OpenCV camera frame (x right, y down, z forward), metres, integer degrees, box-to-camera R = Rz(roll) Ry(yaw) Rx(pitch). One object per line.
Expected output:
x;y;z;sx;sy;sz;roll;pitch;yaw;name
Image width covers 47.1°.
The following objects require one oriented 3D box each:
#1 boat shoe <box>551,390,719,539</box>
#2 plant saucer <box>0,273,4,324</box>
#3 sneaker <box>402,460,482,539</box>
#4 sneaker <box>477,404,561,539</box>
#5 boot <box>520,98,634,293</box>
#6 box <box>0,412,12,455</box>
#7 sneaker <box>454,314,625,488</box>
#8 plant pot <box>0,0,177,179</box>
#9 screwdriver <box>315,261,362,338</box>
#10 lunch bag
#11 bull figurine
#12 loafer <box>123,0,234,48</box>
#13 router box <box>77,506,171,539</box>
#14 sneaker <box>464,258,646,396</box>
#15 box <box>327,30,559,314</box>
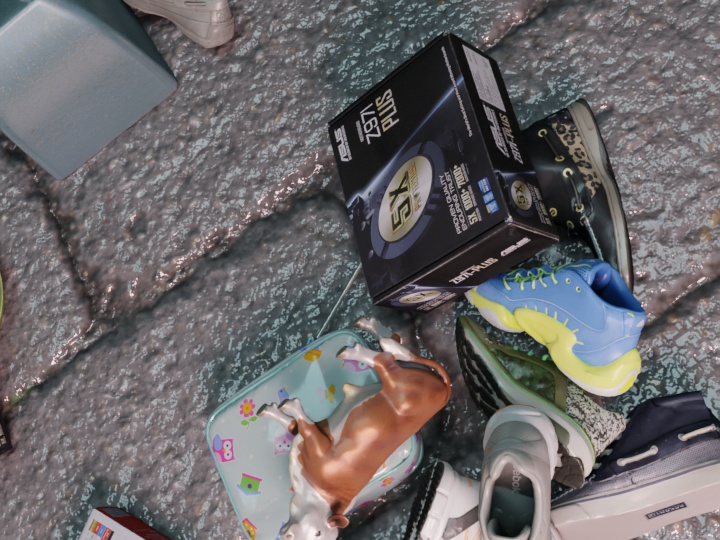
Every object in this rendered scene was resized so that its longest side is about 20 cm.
0.234;0.178;0.732;0.198;0.075;0.094;-21;47;15;boat shoe
-0.505;0.053;0.992;0.197;0.031;0.203;-4;73;15;plant saucer
0.067;0.279;0.742;0.079;0.074;0.202;22;93;-9;sneaker
0.123;0.217;0.666;0.075;0.092;0.203;-3;104;22;sneaker
0.175;-0.055;0.806;0.152;0.073;0.206;-15;67;14;boot
-0.509;0.155;0.900;0.197;0.086;0.166;-16;92;11;box
0.162;0.106;0.763;0.088;0.078;0.200;-25;49;-21;sneaker
-0.369;-0.266;0.951;0.195;0.200;0.197;-36;69;3;plant pot
0.000;0.000;0.859;0.029;0.028;0.202;16;75;49;screwdriver
-0.043;0.158;0.805;0.199;0.077;0.162;-32;67;5;lunch bag
-0.013;0.138;0.715;0.200;0.065;0.122;-43;102;-10;bull figurine
-0.230;-0.340;0.993;0.198;0.070;0.070;31;49;17;loafer
-0.231;0.368;0.815;0.178;0.049;0.202;23;82;20;router box
0.179;0.019;0.750;0.199;0.075;0.106;37;126;34;sneaker
0.070;-0.087;0.774;0.163;0.085;0.203;-31;63;35;box
